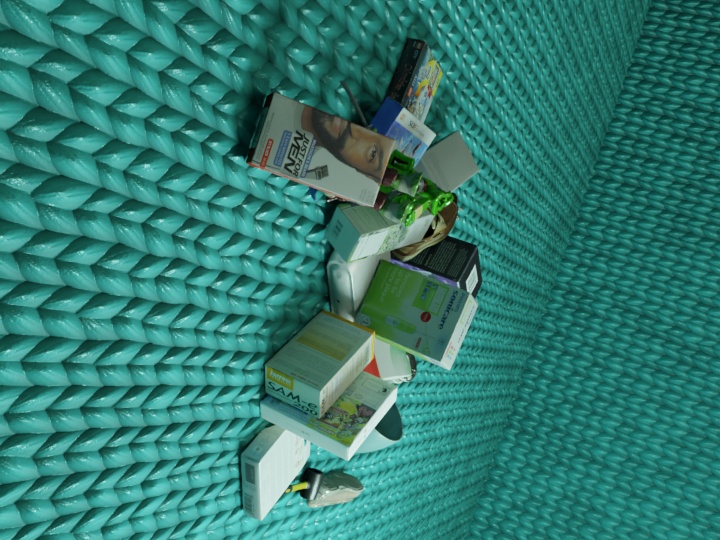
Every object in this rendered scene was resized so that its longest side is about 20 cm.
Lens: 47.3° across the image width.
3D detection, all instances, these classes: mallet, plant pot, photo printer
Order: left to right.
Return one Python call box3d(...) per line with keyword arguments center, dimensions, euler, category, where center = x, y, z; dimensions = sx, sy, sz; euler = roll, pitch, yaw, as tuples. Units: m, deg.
box3d(center=(-0.146, 0.469, 1.736), dimensions=(0.199, 0.041, 0.066), euler=(-2, 106, -60), category="mallet")
box3d(center=(-0.023, 0.300, 1.721), dimensions=(0.134, 0.201, 0.200), euler=(-35, 163, 18), category="plant pot")
box3d(center=(0.000, 0.000, 1.650), dimensions=(0.167, 0.069, 0.201), euler=(-50, 149, -38), category="photo printer")

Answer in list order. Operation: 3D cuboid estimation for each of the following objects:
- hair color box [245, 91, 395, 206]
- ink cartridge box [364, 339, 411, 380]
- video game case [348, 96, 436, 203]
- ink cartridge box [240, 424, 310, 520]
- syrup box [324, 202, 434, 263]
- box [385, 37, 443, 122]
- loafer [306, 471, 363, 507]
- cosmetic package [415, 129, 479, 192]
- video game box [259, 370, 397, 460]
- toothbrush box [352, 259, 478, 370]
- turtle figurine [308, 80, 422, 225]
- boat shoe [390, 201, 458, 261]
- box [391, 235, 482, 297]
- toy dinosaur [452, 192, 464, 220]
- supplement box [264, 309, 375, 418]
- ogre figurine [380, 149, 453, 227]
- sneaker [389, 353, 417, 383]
box3d(center=(-0.060, -0.180, 1.243), dimensions=(0.064, 0.198, 0.112), euler=(-155, -97, -72), category="hair color box")
box3d(center=(0.038, 0.157, 1.777), dimensions=(0.200, 0.050, 0.162), euler=(14, 59, -67), category="ink cartridge box")
box3d(center=(0.046, -0.208, 1.561), dimensions=(0.201, 0.045, 0.181), euler=(-57, 155, 8), category="video game case")
box3d(center=(-0.163, 0.363, 1.617), dimensions=(0.200, 0.047, 0.161), euler=(-48, 148, -50), category="ink cartridge box")
box3d(center=(0.040, -0.088, 1.553), dimensions=(0.199, 0.082, 0.079), euler=(-19, 150, -38), category="syrup box")
box3d(center=(0.097, -0.340, 1.642), dimensions=(0.202, 0.037, 0.136), euler=(-69, 156, -4), category="box")
box3d(center=(-0.064, 0.514, 1.918), dimensions=(0.063, 0.072, 0.200), euler=(-55, 151, 7), category="loafer")
box3d(center=(0.165, -0.215, 1.772), dimensions=(0.200, 0.084, 0.108), euler=(-37, 100, -51), category="cosmetic package")
box3d(center=(-0.058, 0.248, 1.554), dimensions=(0.182, 0.199, 0.047), euler=(-42, 145, -46), category="video game box")
box3d(center=(0.108, 0.086, 1.615), dimensions=(0.147, 0.199, 0.086), euler=(-64, 156, -8), category="toothbrush box")
box3d(center=(0.003, -0.170, 1.347), dimensions=(0.144, 0.193, 0.201), euler=(-60, 172, -63), category="turtle figurine")
box3d(center=(0.142, -0.092, 1.719), dimensions=(0.200, 0.076, 0.074), euler=(-40, 171, -33), category="boat shoe")
box3d(center=(0.157, -0.007, 1.820), dimensions=(0.105, 0.199, 0.148), euler=(-59, 152, -23), category="box")
box3d(center=(0.157, -0.149, 1.833), dimensions=(0.200, 0.102, 0.078), euler=(-23, 128, -60), category="toy dinosaur")
box3d(center=(-0.074, 0.172, 1.555), dimensions=(0.200, 0.125, 0.074), euler=(-42, 145, -45), category="supplement box")
box3d(center=(0.087, -0.152, 1.503), dimensions=(0.199, 0.120, 0.098), euler=(-31, 155, -40), category="ogre figurine")
box3d(center=(0.068, 0.168, 1.936), dimensions=(0.075, 0.115, 0.202), euler=(9, 69, -35), category="sneaker")
